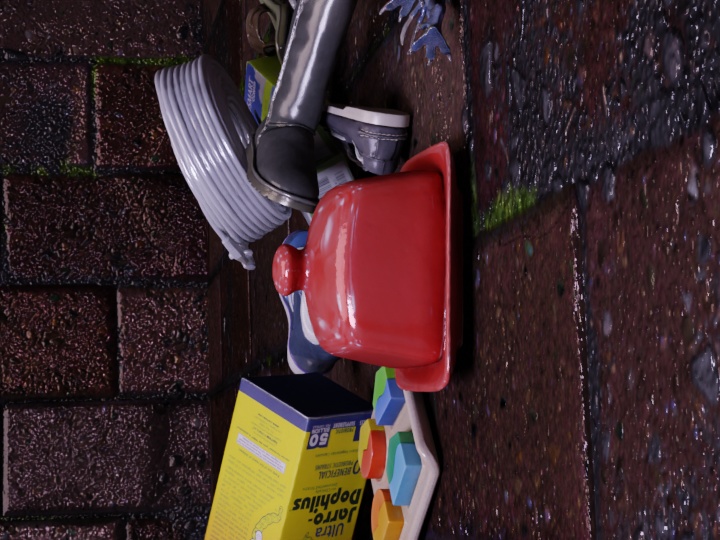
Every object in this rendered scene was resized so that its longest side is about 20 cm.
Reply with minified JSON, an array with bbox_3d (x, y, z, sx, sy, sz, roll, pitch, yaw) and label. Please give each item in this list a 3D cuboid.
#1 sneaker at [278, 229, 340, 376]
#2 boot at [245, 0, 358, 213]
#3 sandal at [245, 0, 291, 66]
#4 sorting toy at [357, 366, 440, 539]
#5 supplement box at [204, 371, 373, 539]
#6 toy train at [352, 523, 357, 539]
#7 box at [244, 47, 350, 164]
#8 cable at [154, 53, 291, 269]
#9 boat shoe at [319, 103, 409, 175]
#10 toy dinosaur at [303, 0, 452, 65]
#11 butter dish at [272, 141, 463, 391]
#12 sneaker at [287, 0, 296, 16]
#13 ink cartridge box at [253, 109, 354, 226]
[{"bbox_3d":[-0.039,0.007,1.748,0.147,0.080,0.201,117,155,-51],"label":"sneaker"},{"bbox_3d":[-0.046,-0.173,1.493,0.201,0.072,0.182,-62,28,19],"label":"boot"},{"bbox_3d":[-0.105,-0.279,1.841,0.201,0.057,0.080,-115,4,-55],"label":"sandal"},{"bbox_3d":[0.029,0.173,1.471,0.186,0.036,0.201,-103,16,-47],"label":"sorting toy"},{"bbox_3d":[-0.070,0.218,1.619,0.109,0.108,0.201,27,109,41],"label":"supplement box"},{"bbox_3d":[-0.031,0.245,1.717,0.200,0.084,0.116,-112,39,-56],"label":"toy train"},{"bbox_3d":[-0.081,-0.160,1.832,0.200,0.047,0.123,46,140,42],"label":"box"},{"bbox_3d":[-0.142,-0.126,1.640,0.201,0.069,0.200,-105,-12,-47],"label":"cable"},{"bbox_3d":[-0.003,-0.128,1.539,0.200,0.072,0.063,-153,67,-73],"label":"boat shoe"},{"bbox_3d":[0.054,-0.250,1.327,0.200,0.105,0.182,-35,30,31],"label":"toy dinosaur"},{"bbox_3d":[0.000,0.000,1.318,0.199,0.147,0.201,159,112,-79],"label":"butter dish"},{"bbox_3d":[-0.063,-0.338,1.867,0.081,0.075,0.201,89,174,-50],"label":"sneaker"},{"bbox_3d":[-0.051,-0.106,1.676,0.104,0.059,0.200,66,176,-29],"label":"ink cartridge box"}]
